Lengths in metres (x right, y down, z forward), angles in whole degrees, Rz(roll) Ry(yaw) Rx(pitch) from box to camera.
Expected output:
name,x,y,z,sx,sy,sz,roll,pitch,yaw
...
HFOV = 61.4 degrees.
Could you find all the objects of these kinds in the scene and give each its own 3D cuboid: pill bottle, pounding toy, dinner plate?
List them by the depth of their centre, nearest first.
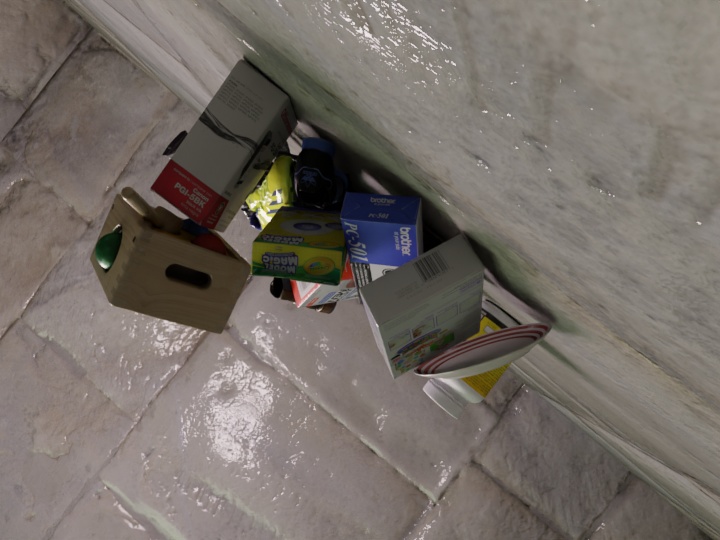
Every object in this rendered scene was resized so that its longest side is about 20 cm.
name,x,y,z,sx,sy,sz,roll,pitch,yaw
pounding toy,-0.256,-0.029,0.787,0.198,0.144,0.184,22,-172,-38
dinner plate,0.169,0.116,0.838,0.200,0.197,0.025,62,-172,-88
pill bottle,0.206,0.165,1.110,0.112,0.201,0.112,38,179,1

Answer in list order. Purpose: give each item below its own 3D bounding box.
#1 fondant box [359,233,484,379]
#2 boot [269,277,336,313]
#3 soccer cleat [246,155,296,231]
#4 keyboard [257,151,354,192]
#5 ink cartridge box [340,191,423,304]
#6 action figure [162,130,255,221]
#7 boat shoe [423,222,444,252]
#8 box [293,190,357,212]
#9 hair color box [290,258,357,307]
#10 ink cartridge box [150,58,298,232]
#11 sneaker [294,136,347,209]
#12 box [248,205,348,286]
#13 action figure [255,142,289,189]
name,x,y,z,sx,sy,sz,roll,pitch,yaw
fondant box,0.084,0.055,0.787,0.059,0.143,0.201,59,174,29
boot,-0.115,-0.001,1.040,0.096,0.076,0.200,11,-158,-31
soccer cleat,-0.139,-0.111,0.940,0.082,0.066,0.201,10,156,-7
keyboard,-0.110,-0.160,1.011,0.196,0.021,0.127,10,158,14
ink cartridge box,0.034,-0.019,0.791,0.092,0.045,0.201,6,148,11
action figure,-0.234,-0.150,1.027,0.129,0.070,0.201,3,144,38
boat shoe,0.097,-0.015,0.868,0.199,0.076,0.072,38,177,-24
box,-0.056,-0.087,1.074,0.200,0.139,0.080,37,141,56
hair color box,0.000,0.000,0.954,0.111,0.197,0.065,-43,61,56
ink cartridge box,-0.175,-0.160,0.822,0.082,0.201,0.147,35,180,-1
sneaker,-0.062,-0.124,0.903,0.069,0.079,0.200,11,169,8
box,-0.073,-0.034,0.802,0.115,0.049,0.201,6,-157,2
action figure,-0.192,-0.211,1.089,0.070,0.129,0.201,51,170,29
